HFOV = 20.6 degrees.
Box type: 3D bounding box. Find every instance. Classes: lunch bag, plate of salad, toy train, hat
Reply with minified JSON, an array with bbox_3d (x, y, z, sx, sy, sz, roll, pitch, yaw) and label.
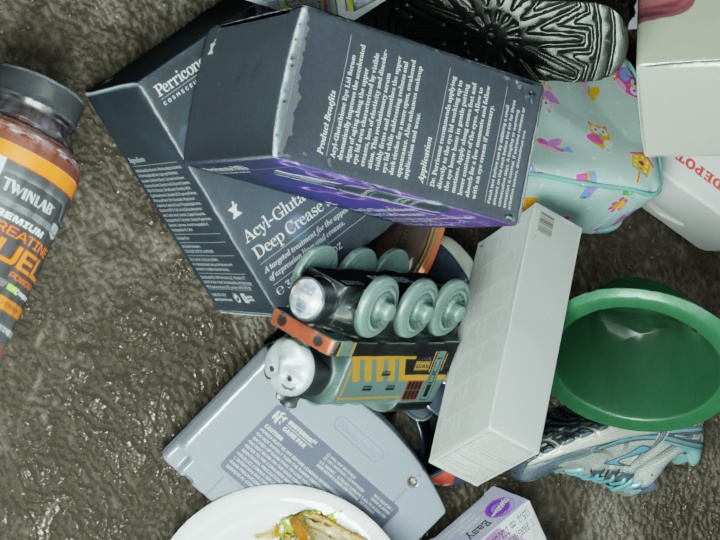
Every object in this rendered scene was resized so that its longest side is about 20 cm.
[{"bbox_3d":[0.142,-0.116,1.579,0.200,0.077,0.161,6,56,-32],"label":"lunch bag"},{"bbox_3d":[-0.056,0.250,1.432,0.199,0.048,0.201,3,69,-7],"label":"plate of salad"},{"bbox_3d":[0.005,0.046,1.422,0.200,0.085,0.114,2,111,-59],"label":"toy train"},{"bbox_3d":[0.228,0.016,1.580,0.165,0.200,0.176,25,51,-9],"label":"hat"}]

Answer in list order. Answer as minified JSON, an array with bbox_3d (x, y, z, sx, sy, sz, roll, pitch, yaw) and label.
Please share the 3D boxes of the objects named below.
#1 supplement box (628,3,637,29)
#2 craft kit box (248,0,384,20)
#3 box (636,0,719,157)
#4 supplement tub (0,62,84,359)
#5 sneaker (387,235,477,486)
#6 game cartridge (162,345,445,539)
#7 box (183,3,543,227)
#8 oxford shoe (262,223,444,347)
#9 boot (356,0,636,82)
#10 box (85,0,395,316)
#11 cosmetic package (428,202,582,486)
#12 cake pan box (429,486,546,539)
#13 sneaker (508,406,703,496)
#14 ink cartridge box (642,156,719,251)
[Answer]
[{"bbox_3d":[0.132,-0.258,1.606,0.200,0.061,0.109,6,87,-30],"label":"supplement box"},{"bbox_3d":[-0.023,-0.255,1.429,0.197,0.200,0.049,-34,131,-34],"label":"craft kit box"},{"bbox_3d":[0.274,-0.205,1.556,0.128,0.109,0.200,72,21,-57],"label":"box"},{"bbox_3d":[-0.261,-0.039,1.362,0.107,0.107,0.200,27,77,-26],"label":"supplement tub"},{"bbox_3d":[0.058,0.075,1.558,0.084,0.075,0.201,-13,95,-29],"label":"sneaker"},{"bbox_3d":[-0.035,0.152,1.501,0.133,0.041,0.200,-44,113,7],"label":"game cartridge"},{"bbox_3d":[0.001,-0.101,1.363,0.200,0.148,0.105,14,84,-27],"label":"box"},{"bbox_3d":[0.000,0.000,1.529,0.072,0.071,0.200,38,73,-20],"label":"oxford shoe"},{"bbox_3d":[0.105,-0.196,1.490,0.210,0.158,0.080,11,113,2],"label":"boot"},{"bbox_3d":[-0.078,-0.089,1.463,0.148,0.107,0.200,-38,107,-23],"label":"box"},{"bbox_3d":[0.110,0.054,1.476,0.051,0.083,0.200,29,56,-21],"label":"cosmetic package"},{"bbox_3d":[0.090,0.299,1.573,0.200,0.052,0.185,-37,120,-25],"label":"cake pan box"},{"bbox_3d":[0.212,0.153,1.644,0.200,0.078,0.087,-15,102,-28],"label":"sneaker"},{"bbox_3d":[0.313,-0.135,1.693,0.146,0.084,0.200,31,75,-26],"label":"ink cartridge box"}]
